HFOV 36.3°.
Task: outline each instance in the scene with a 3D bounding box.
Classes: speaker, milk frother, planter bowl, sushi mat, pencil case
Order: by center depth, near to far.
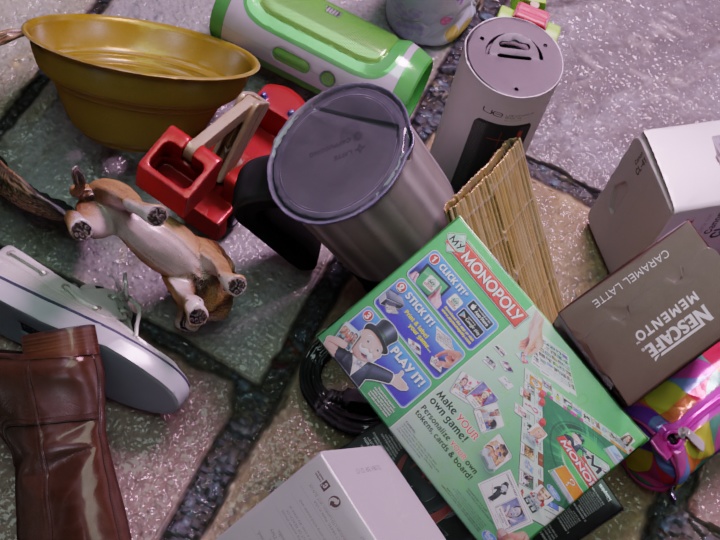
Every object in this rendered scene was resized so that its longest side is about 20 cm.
[{"bbox_3d":[0.000,0.000,0.849,0.179,0.188,0.202,-21,57,17],"label":"milk frother"},{"bbox_3d":[0.121,0.002,0.886,0.012,0.201,0.096,17,50,42],"label":"sushi mat"},{"bbox_3d":[0.292,0.103,0.908,0.199,0.089,0.089,-34,72,-24],"label":"pencil case"},{"bbox_3d":[0.105,-0.118,0.922,0.080,0.201,0.082,4,60,-7],"label":"speaker"},{"bbox_3d":[-0.189,-0.153,0.936,0.198,0.084,0.201,10,22,-4],"label":"planter bowl"},{"bbox_3d":[-0.036,-0.205,1.012,0.198,0.089,0.089,28,61,5],"label":"speaker"},{"bbox_3d":[0.071,-0.293,1.014,0.090,0.200,0.084,13,67,6],"label":"pencil case"}]

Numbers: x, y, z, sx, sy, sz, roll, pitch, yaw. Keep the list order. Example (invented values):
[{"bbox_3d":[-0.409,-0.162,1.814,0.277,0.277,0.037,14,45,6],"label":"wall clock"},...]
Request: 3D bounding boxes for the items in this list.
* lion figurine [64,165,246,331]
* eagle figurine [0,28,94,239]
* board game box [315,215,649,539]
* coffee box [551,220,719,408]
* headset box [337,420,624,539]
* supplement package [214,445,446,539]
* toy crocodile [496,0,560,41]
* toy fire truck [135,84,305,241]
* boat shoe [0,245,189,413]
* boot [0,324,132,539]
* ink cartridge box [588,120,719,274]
[{"bbox_3d":[-0.157,-0.022,0.828,0.072,0.200,0.122,-42,32,-5],"label":"lion figurine"},{"bbox_3d":[-0.316,-0.088,0.876,0.150,0.151,0.202,-23,84,5],"label":"eagle figurine"},{"bbox_3d":[0.082,0.082,0.762,0.134,0.029,0.201,-39,79,-2],"label":"board game box"},{"bbox_3d":[0.208,0.044,0.825,0.114,0.200,0.080,-36,79,0],"label":"coffee box"},{"bbox_3d":[0.065,0.166,0.802,0.199,0.075,0.149,-35,78,-1],"label":"headset box"},{"bbox_3d":[-0.048,0.220,0.719,0.200,0.114,0.110,-41,71,14],"label":"supplement package"},{"bbox_3d":[0.149,-0.206,1.056,0.067,0.062,0.201,21,62,2],"label":"toy crocodile"},{"bbox_3d":[-0.105,-0.100,0.906,0.048,0.141,0.200,33,58,8],"label":"toy fire truck"},{"bbox_3d":[-0.210,0.035,0.869,0.200,0.075,0.086,24,53,12],"label":"boat shoe"},{"bbox_3d":[-0.254,0.154,0.800,0.184,0.064,0.202,-12,85,22],"label":"boot"},{"bbox_3d":[0.321,-0.061,0.962,0.198,0.148,0.086,-10,63,-14],"label":"ink cartridge box"}]
